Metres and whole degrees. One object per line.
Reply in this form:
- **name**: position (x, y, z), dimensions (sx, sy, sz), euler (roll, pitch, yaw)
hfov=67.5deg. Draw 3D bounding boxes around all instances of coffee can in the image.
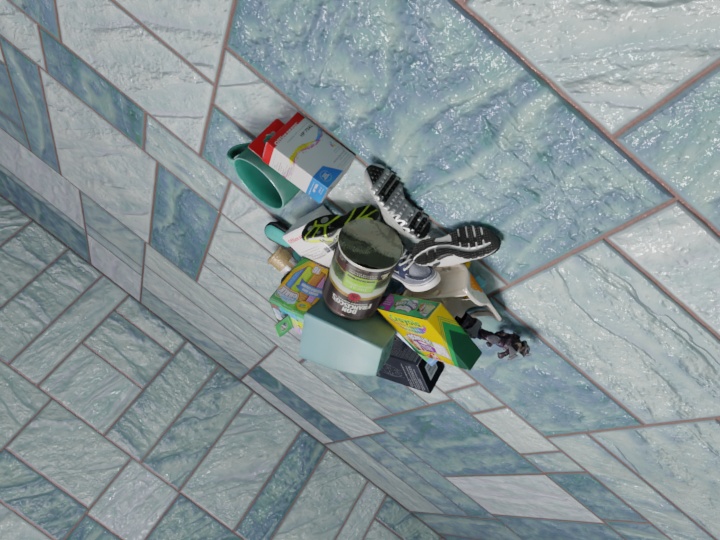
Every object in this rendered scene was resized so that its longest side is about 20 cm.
- **coffee can**: position (0.000, 0.000, 1.245), dimensions (0.146, 0.146, 0.200), euler (31, 141, 9)

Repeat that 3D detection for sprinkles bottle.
- **sprinkles bottle**: position (-0.188, 0.012, 1.643), dimensions (0.200, 0.068, 0.068), euler (42, 149, -9)

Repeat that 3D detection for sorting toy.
- **sorting toy**: position (0.237, 0.068, 1.265), dimensions (0.180, 0.107, 0.200), euler (43, 150, -26)

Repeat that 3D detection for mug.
- **mug**: position (-0.210, -0.246, 1.248), dimensions (0.185, 0.114, 0.152), euler (46, 158, -10)

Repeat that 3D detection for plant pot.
- **plant pot**: position (-0.025, 0.164, 1.327), dimensions (0.200, 0.141, 0.142), euler (22, 123, 16)

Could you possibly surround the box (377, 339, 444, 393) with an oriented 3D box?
- **box**: position (0.131, 0.264, 1.627), dimensions (0.200, 0.107, 0.149), euler (11, 142, 35)

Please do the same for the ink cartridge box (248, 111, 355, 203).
- **ink cartridge box**: position (-0.127, -0.255, 1.159), dimensions (0.200, 0.116, 0.067), euler (37, 150, -2)

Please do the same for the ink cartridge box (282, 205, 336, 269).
- **ink cartridge box**: position (-0.086, -0.060, 1.420), dimensions (0.200, 0.084, 0.145), euler (46, 149, -18)

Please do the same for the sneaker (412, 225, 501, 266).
- **sneaker**: position (0.213, -0.049, 1.163), dimensions (0.200, 0.074, 0.080), euler (-7, 168, 39)

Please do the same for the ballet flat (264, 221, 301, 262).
- **ballet flat**: position (-0.180, -0.073, 1.522), dimensions (0.200, 0.073, 0.073), euler (36, 150, 2)

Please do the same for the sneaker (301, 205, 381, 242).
- **sneaker**: position (-0.044, -0.091, 1.283), dimensions (0.200, 0.076, 0.076), euler (-10, 138, 15)

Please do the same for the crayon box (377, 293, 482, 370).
- **crayon box**: position (0.155, 0.138, 1.242), dimensions (0.173, 0.058, 0.200), euler (47, 161, -24)

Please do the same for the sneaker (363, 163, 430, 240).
- **sneaker**: position (0.066, -0.143, 1.170), dimensions (0.200, 0.075, 0.081), euler (51, 156, -22)

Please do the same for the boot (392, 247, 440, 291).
- **boot**: position (0.103, -0.016, 1.261), dimensions (0.090, 0.073, 0.200), euler (57, 163, -26)

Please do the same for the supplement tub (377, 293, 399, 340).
- **supplement tub**: position (0.029, 0.149, 1.469), dimensions (0.200, 0.123, 0.123), euler (-21, 127, 9)

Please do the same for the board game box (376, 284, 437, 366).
- **board game box**: position (0.161, 0.126, 1.376), dimensions (0.200, 0.151, 0.037), euler (41, -170, -8)

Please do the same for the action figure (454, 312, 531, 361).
- **action figure**: position (0.314, 0.162, 1.269), dimensions (0.200, 0.070, 0.130), euler (22, 180, -6)

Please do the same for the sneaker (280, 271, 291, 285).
- **sneaker**: position (-0.143, 0.037, 1.564), dimensions (0.200, 0.079, 0.076), euler (-1, 109, 15)

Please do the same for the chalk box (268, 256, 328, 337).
- **chalk box**: position (-0.150, 0.091, 1.414), dimensions (0.124, 0.200, 0.125), euler (24, 151, 20)
